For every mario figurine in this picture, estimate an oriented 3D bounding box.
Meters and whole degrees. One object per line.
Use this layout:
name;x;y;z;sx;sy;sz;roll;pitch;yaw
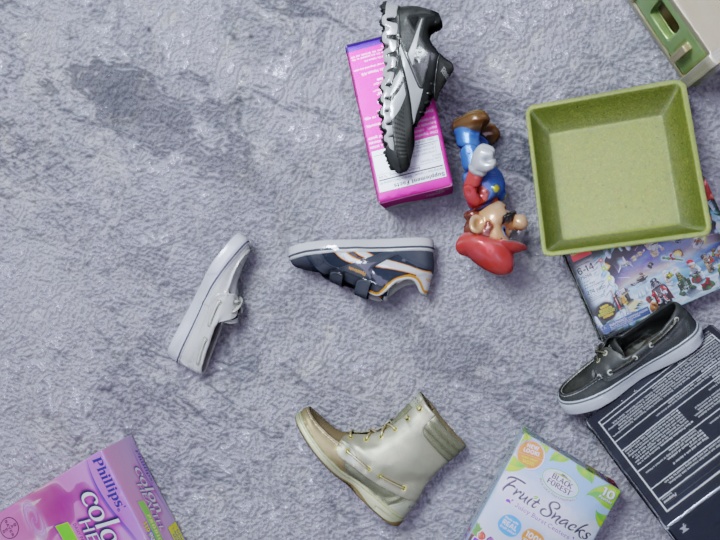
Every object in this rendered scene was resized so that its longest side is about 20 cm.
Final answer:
mario figurine;0.174;-0.096;0.992;0.121;0.106;0.205;1;75;-30

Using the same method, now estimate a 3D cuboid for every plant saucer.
plant saucer;0.315;-0.121;0.984;0.195;0.048;0.205;-7;74;14

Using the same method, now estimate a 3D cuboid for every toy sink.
toy sink;0.425;-0.298;0.950;0.111;0.130;0.202;-34;87;7

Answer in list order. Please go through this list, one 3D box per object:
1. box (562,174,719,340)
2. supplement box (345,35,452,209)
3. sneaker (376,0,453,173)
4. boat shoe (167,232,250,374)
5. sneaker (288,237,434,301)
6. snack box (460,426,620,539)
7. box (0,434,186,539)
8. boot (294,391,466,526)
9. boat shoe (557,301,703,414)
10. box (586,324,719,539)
box;0.368;-0.015;1.004;0.197;0.040;0.139;-25;86;8
supplement box;0.052;-0.191;1.020;0.101;0.101;0.205;-11;89;7
sneaker;0.066;-0.219;0.934;0.088;0.066;0.205;0;88;8
boat shoe;-0.192;0.048;1.075;0.065;0.072;0.203;30;95;3
sneaker;0.000;0.000;1.040;0.195;0.078;0.082;-1;84;7
snack box;0.223;0.329;1.021;0.140;0.053;0.203;29;94;6
box;-0.373;0.362;1.089;0.197;0.097;0.178;-30;86;7
boot;0.025;0.214;1.042;0.200;0.072;0.155;42;96;1
boat shoe;0.324;0.107;0.981;0.198;0.069;0.057;-36;106;20
box;0.403;0.206;0.908;0.199;0.199;0.124;-39;113;8
